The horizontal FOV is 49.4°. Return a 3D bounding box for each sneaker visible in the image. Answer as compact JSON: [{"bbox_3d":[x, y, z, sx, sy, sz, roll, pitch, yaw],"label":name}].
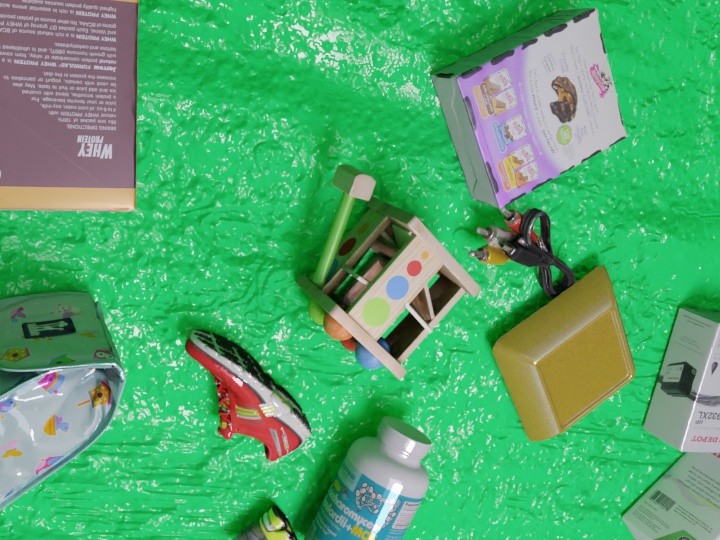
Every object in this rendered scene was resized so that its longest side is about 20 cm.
[{"bbox_3d":[-0.102,0.393,0.992,0.080,0.074,0.201,-23,107,-5],"label":"sneaker"},{"bbox_3d":[-0.138,0.152,0.898,0.085,0.077,0.200,-41,116,-2],"label":"sneaker"}]

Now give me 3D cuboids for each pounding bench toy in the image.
[{"bbox_3d":[0.000,0.000,0.883,0.156,0.124,0.200,-47,117,-4],"label":"pounding bench toy"}]

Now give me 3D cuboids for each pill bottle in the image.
[{"bbox_3d":[0.014,0.288,0.981,0.110,0.111,0.201,24,94,-27],"label":"pill bottle"}]

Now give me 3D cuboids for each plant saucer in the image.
[{"bbox_3d":[0.297,0.127,1.077,0.199,0.048,0.201,-34,122,-12],"label":"plant saucer"}]

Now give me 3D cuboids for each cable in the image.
[{"bbox_3d":[0.223,-0.028,1.000,0.199,0.050,0.097,20,113,-46],"label":"cable"}]

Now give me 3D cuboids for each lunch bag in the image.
[{"bbox_3d":[-0.325,0.112,0.750,0.200,0.170,0.122,-38,123,-9],"label":"lunch bag"}]

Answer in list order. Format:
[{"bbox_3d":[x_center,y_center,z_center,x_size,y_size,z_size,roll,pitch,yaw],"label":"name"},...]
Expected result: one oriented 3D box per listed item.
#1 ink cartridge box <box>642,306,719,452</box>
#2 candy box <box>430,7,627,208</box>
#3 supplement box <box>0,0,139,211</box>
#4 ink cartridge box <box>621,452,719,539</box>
[{"bbox_3d":[0.533,0.168,1.182,0.144,0.084,0.201,8,102,-25],"label":"ink cartridge box"},{"bbox_3d":[0.207,-0.197,0.945,0.199,0.072,0.169,-28,114,-13],"label":"candy box"},{"bbox_3d":[-0.307,-0.163,0.700,0.196,0.133,0.202,-2,105,-23],"label":"supplement box"},{"bbox_3d":[0.533,0.373,1.207,0.200,0.145,0.084,-41,117,-8],"label":"ink cartridge box"}]
